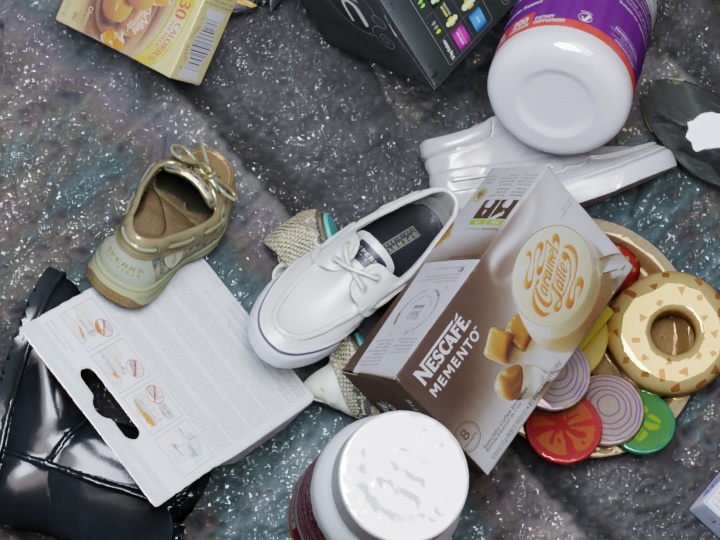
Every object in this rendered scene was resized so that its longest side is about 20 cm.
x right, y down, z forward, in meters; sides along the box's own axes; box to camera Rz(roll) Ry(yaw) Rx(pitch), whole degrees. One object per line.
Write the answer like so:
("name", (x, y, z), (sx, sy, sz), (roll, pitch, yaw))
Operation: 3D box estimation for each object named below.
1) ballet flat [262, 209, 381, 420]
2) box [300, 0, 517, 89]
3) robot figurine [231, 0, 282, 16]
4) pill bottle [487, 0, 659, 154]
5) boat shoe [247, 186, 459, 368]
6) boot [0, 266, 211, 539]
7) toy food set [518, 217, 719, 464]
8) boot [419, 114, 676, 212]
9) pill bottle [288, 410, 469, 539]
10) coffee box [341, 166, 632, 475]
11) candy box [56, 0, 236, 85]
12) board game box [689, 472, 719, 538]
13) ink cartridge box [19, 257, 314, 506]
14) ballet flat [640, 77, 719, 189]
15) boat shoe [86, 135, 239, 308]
("ballet flat", (-0.023, 0.052, 1.573), (0.075, 0.068, 0.201), (-25, 74, 6))
("box", (0.053, -0.266, 1.592), (0.200, 0.148, 0.124), (-47, 132, -12))
("robot figurine", (-0.074, -0.295, 1.651), (0.200, 0.058, 0.145), (-36, 85, -17))
("pill bottle", (0.171, -0.189, 1.613), (0.112, 0.113, 0.201), (24, 44, -3))
("boat shoe", (0.000, 0.000, 1.522), (0.200, 0.066, 0.072), (-31, 78, -33))
("boot", (-0.187, 0.115, 1.513), (0.167, 0.076, 0.201), (17, 76, -4))
("toy food set", (0.178, 0.053, 1.609), (0.200, 0.049, 0.198), (41, 73, 2))
("boot", (0.147, -0.093, 1.628), (0.199, 0.074, 0.096), (-17, 85, -13))
("pill bottle", (0.013, 0.164, 1.471), (0.109, 0.200, 0.110), (2, 75, -9))
("coffee box", (0.094, 0.035, 1.510), (0.114, 0.080, 0.200), (47, 69, -24))
("candy box", (-0.139, -0.257, 1.574), (0.115, 0.055, 0.201), (28, 97, 21))
("board game box", (0.395, 0.181, 1.617), (0.200, 0.041, 0.200), (44, 73, 3))
("ink cartridge box", (-0.145, 0.078, 1.493), (0.160, 0.047, 0.200), (51, 38, 5))
("ballet flat", (0.312, -0.089, 1.680), (0.200, 0.057, 0.067), (35, 100, 6))
("boat shoe", (-0.135, -0.044, 1.526), (0.073, 0.063, 0.200), (31, 35, -3))
